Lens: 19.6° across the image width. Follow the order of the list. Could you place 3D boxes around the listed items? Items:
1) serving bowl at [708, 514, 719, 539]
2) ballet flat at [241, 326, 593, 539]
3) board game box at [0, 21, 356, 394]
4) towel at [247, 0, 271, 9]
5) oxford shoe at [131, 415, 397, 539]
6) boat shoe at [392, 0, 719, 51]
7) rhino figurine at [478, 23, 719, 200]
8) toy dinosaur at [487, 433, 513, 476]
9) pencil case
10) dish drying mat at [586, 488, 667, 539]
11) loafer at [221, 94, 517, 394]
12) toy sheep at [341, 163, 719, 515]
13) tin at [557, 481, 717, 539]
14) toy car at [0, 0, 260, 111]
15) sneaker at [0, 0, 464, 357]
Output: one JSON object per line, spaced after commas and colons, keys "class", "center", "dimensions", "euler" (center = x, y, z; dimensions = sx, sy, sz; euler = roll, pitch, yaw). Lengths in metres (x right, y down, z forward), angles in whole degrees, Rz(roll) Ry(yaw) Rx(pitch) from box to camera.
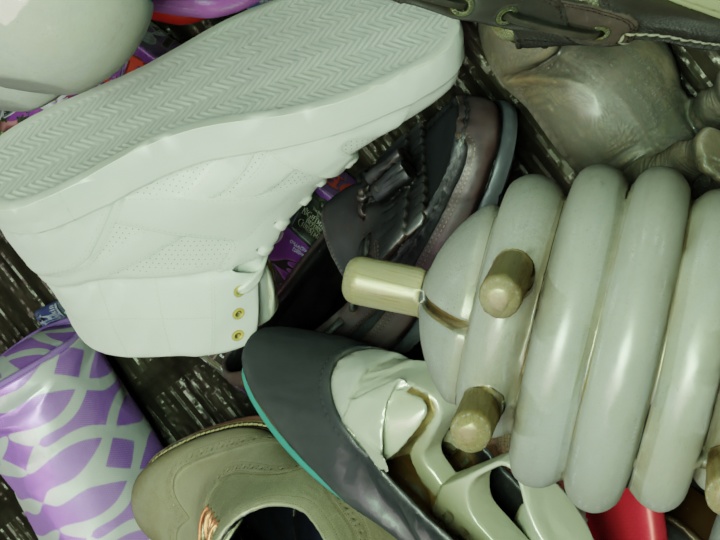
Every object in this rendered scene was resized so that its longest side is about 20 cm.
{"class": "serving bowl", "center": [0.161, 0.160, 0.795], "dimensions": [0.065, 0.200, 0.202], "euler": [-2, 113, 16]}
{"class": "ballet flat", "center": [0.036, 0.080, 0.802], "dimensions": [0.200, 0.073, 0.073], "euler": [47, 127, 16]}
{"class": "board game box", "center": [-0.098, -0.047, 0.952], "dimensions": [0.199, 0.032, 0.120], "euler": [38, 121, 8]}
{"class": "towel", "center": [-0.062, -0.182, 0.869], "dimensions": [0.199, 0.024, 0.146], "euler": [21, 122, 19]}
{"class": "oxford shoe", "center": [-0.047, 0.106, 0.894], "dimensions": [0.199, 0.073, 0.071], "euler": [-4, 100, 49]}
{"class": "boat shoe", "center": [0.062, -0.111, 0.718], "dimensions": [0.199, 0.074, 0.065], "euler": [15, 132, -28]}
{"class": "rhino figurine", "center": [0.118, -0.046, 0.809], "dimensions": [0.201, 0.060, 0.087], "euler": [55, 147, -5]}
{"class": "toy dinosaur", "center": [0.042, 0.093, 0.892], "dimensions": [0.102, 0.058, 0.200], "euler": [59, 137, 14]}
{"class": "pencil case", "center": [-0.127, 0.121, 1.011], "dimensions": [0.085, 0.084, 0.201], "euler": [-22, 102, 30]}
{"class": "dish drying mat", "center": [0.106, 0.103, 0.837], "dimensions": [0.018, 0.077, 0.202], "euler": [-3, 83, -10]}
{"class": "loafer", "center": [0.000, 0.000, 0.868], "dimensions": [0.062, 0.072, 0.201], "euler": [19, 134, -13]}
{"class": "toy sheep", "center": [0.089, 0.024, 0.742], "dimensions": [0.198, 0.138, 0.139], "euler": [17, 121, 6]}
{"class": "tin", "center": [0.081, 0.119, 0.926], "dimensions": [0.199, 0.042, 0.113], "euler": [30, 120, 14]}
{"class": "toy car", "center": [-0.091, -0.147, 0.795], "dimensions": [0.200, 0.149, 0.177], "euler": [179, 100, -70]}
{"class": "sneaker", "center": [-0.041, -0.034, 0.833], "dimensions": [0.198, 0.074, 0.116], "euler": [-20, 132, 8]}
